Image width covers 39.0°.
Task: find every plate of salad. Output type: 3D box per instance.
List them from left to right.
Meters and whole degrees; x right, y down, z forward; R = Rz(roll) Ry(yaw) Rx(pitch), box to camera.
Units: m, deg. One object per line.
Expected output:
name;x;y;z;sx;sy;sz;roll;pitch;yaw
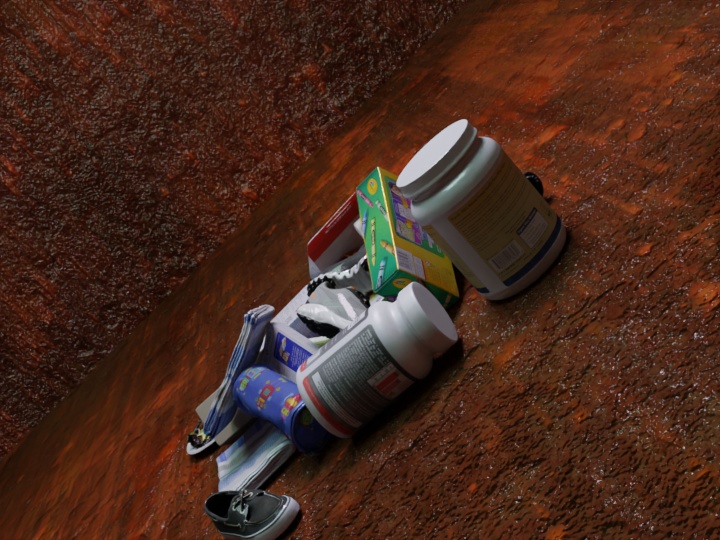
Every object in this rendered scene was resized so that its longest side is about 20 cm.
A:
plate of salad;-0.250;0.247;1.835;0.199;0.048;0.201;-41;15;13

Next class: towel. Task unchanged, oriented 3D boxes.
towel;-0.185;0.150;1.558;0.147;0.023;0.203;-30;-39;-83
towel;-0.160;0.276;1.524;0.147;0.024;0.200;-44;14;1

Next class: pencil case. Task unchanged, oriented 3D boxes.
pencil case;-0.105;0.192;1.433;0.199;0.086;0.079;19;78;56

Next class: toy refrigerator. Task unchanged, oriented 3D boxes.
toy refrigerator;-0.167;0.194;1.664;0.199;0.076;0.070;-42;-14;11

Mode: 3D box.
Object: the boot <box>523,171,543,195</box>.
boot;0.166;-0.071;1.499;0.199;0.077;0.168;-40;10;-8

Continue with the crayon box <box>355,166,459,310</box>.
crayon box;0.065;-0.041;1.454;0.058;0.118;0.203;-41;41;33

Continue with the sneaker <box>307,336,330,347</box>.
sneaker;-0.051;0.146;1.531;0.199;0.076;0.089;-37;26;39

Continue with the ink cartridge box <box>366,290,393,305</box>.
ink cartridge box;0.047;0.046;1.544;0.104;0.059;0.199;-50;15;-23

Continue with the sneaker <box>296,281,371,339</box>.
sneaker;-0.003;0.065;1.449;0.198;0.074;0.080;19;70;36

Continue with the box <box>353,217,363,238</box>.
box;0.095;-0.103;1.718;0.200;0.095;0.078;-42;43;4

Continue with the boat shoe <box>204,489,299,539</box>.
boat shoe;-0.150;0.319;1.334;0.199;0.057;0.069;-25;24;54

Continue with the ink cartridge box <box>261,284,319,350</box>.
ink cartridge box;-0.106;0.105;1.771;0.200;0.076;0.136;-47;14;-2

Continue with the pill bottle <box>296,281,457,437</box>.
pill bottle;0.022;0.114;1.311;0.199;0.116;0.116;-40;15;16

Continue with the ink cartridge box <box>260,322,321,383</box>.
ink cartridge box;-0.090;0.152;1.515;0.199;0.037;0.097;27;110;56

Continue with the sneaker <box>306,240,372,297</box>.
sneaker;0.000;0.000;1.557;0.198;0.067;0.091;-26;20;42

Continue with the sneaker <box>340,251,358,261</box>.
sneaker;0.008;-0.012;1.778;0.073;0.077;0.201;-37;11;28

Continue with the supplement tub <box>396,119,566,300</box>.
supplement tub;0.154;-0.078;1.305;0.144;0.200;0.145;-40;15;13

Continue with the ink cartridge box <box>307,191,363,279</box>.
ink cartridge box;-0.022;-0.059;1.773;0.162;0.050;0.200;-48;-9;-13
